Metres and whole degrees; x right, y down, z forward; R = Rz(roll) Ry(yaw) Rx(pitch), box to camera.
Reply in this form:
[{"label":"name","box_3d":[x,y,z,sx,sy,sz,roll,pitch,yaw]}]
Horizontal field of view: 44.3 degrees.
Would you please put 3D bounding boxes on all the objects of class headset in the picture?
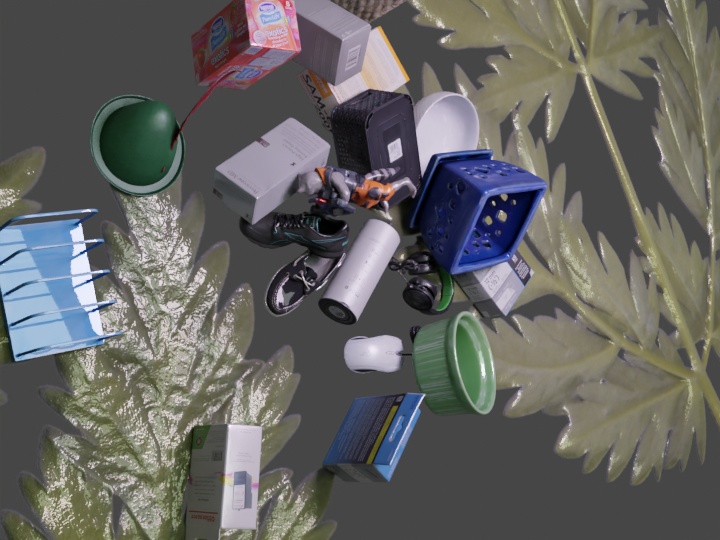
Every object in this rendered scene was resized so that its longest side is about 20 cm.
[{"label":"headset","box_3d":[0.130,0.016,1.752,0.200,0.094,0.124,23,67,-44]}]

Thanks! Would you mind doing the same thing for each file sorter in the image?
[{"label":"file sorter","box_3d":[-0.444,0.017,1.303,0.138,0.123,0.201,-10,86,-38]}]

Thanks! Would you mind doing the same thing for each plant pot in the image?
[{"label":"plant pot","box_3d":[0.218,-0.131,1.756,0.200,0.200,0.180,-11,44,-40]}]

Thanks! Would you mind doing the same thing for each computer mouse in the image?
[{"label":"computer mouse","box_3d":[0.058,0.162,1.698,0.200,0.044,0.110,1,81,-37]}]

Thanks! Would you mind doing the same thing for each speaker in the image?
[{"label":"speaker","box_3d":[0.000,0.000,1.666,0.081,0.081,0.200,42,58,-22]}]

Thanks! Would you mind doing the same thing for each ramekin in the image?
[{"label":"ramekin","box_3d":[0.180,0.186,1.713,0.200,0.097,0.201,38,45,-51]}]

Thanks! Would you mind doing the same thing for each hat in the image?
[{"label":"hat","box_3d":[-0.319,-0.235,1.414,0.165,0.176,0.201,20,69,-32]}]

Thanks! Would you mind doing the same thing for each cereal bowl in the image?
[{"label":"cereal bowl","box_3d":[0.147,-0.270,1.811,0.200,0.083,0.201,-22,124,-36]}]

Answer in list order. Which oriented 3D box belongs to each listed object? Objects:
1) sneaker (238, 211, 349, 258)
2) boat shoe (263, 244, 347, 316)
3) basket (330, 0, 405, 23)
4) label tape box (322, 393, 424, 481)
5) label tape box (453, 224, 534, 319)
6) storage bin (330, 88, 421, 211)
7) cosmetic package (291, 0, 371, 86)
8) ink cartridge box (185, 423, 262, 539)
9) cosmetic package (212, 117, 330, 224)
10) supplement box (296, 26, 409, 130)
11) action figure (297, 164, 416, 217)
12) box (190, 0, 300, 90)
[{"label":"sneaker","box_3d":[-0.114,-0.080,1.568,0.199,0.079,0.076,9,58,-11]},{"label":"boat shoe","box_3d":[-0.096,0.008,1.604,0.200,0.060,0.074,-43,107,-35]},{"label":"basket","box_3d":[-0.008,-0.607,1.722,0.198,0.200,0.161,29,70,-29]},{"label":"label tape box","box_3d":[0.037,0.293,1.546,0.066,0.200,0.144,42,59,-23]},{"label":"label tape box","box_3d":[0.265,-0.018,1.879,0.200,0.066,0.143,53,55,-18]},{"label":"storage bin","box_3d":[0.033,-0.230,1.683,0.135,0.094,0.201,-35,129,-36]},{"label":"cosmetic package","box_3d":[-0.089,-0.438,1.619,0.200,0.107,0.090,39,53,19]},{"label":"ink cartridge box","box_3d":[-0.218,0.348,1.404,0.067,0.117,0.201,13,73,-37]},{"label":"cosmetic package","box_3d":[-0.157,-0.179,1.568,0.102,0.074,0.200,36,51,15]},{"label":"supplement box","box_3d":[-0.013,-0.379,1.741,0.200,0.073,0.126,-38,104,-36]},{"label":"action figure","box_3d":[-0.026,-0.145,1.581,0.193,0.200,0.105,5,89,-26]},{"label":"box","box_3d":[-0.200,-0.390,1.523,0.102,0.200,0.095,-2,82,-37]}]
